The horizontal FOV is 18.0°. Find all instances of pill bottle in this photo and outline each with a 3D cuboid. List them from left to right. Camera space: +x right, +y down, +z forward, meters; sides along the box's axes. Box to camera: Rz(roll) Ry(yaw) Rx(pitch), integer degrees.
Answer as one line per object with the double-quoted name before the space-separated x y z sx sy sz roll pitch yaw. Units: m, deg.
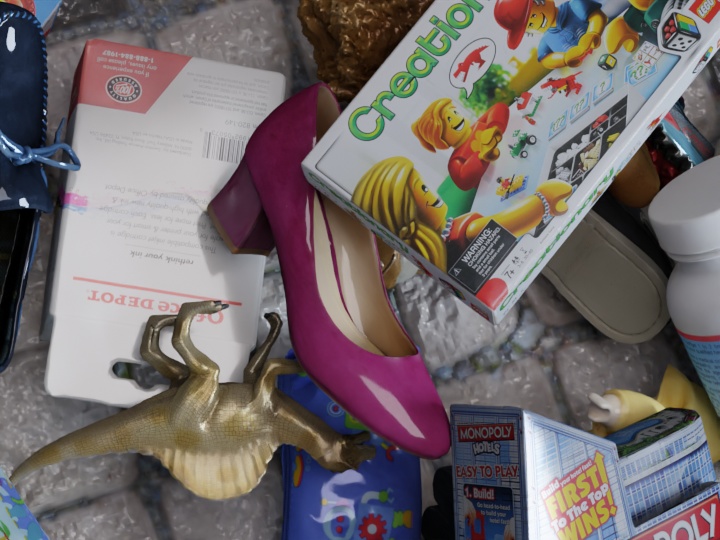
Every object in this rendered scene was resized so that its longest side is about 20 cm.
"pill bottle" 0.239 0.036 1.275 0.109 0.109 0.201 -35 109 -19

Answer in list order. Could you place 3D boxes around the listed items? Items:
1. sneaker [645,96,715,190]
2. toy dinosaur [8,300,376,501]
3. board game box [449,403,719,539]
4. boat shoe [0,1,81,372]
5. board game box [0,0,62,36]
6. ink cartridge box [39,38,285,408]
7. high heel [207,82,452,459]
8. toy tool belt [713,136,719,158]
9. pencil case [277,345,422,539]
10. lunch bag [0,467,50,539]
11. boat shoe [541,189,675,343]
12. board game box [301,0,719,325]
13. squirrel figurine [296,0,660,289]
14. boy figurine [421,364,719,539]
"sneaker" 0.164 -0.132 1.350 0.095 0.079 0.200 -41 90 -15
"toy dinosaur" -0.087 0.070 1.182 0.199 0.058 0.102 -1 79 -9
"board game box" 0.123 0.149 1.174 0.199 0.062 0.201 -21 102 -36
"boat shoe" -0.187 -0.041 1.210 0.084 0.068 0.201 -7 107 -41
"board game box" -0.300 -0.125 1.241 0.195 0.056 0.200 36 72 -5
"ink cartridge box" -0.113 -0.016 1.261 0.116 0.067 0.201 10 75 -12
"high heel" 0.000 0.000 1.173 0.200 0.096 0.067 50 28 19
"toy tool belt" 0.296 -0.044 1.346 0.201 0.124 0.123 61 34 -16
"pencil case" -0.010 0.134 1.249 0.086 0.078 0.201 10 74 -29
"lunch bag" -0.268 0.159 1.152 0.200 0.127 0.170 -36 85 11
"boat shoe" 0.116 -0.043 1.344 0.200 0.073 0.063 50 27 6
"board game box" 0.081 -0.089 1.152 0.126 0.035 0.200 37 82 14
"squirrel figurine" 0.038 -0.086 1.261 0.186 0.141 0.201 -22 90 22
"boy figurine" 0.132 0.107 1.280 0.199 0.125 0.064 -25 55 -30
